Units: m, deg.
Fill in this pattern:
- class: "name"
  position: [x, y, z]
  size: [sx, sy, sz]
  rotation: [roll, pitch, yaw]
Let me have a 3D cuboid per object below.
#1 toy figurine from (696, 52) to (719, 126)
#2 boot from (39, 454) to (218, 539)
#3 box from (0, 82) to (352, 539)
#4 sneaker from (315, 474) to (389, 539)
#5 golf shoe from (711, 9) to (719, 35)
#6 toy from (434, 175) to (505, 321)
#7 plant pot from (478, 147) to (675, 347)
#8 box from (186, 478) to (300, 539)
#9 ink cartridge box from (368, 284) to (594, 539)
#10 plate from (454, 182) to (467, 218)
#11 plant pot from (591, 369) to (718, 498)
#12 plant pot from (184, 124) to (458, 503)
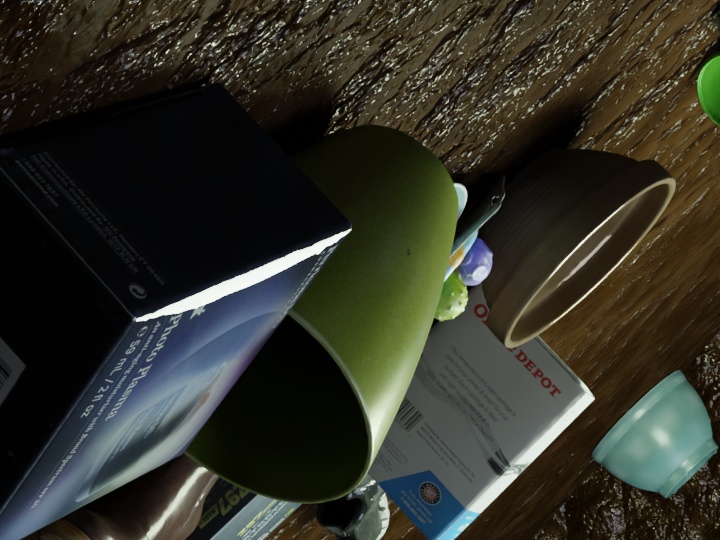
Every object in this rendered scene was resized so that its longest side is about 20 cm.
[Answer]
- class: "toy figurine"
  position: [0.427, -0.222, 2.114]
  size: [0.200, 0.151, 0.184]
  rotation: [-27, -169, 44]
- class: "boot"
  position: [-0.154, 0.154, 1.700]
  size: [0.167, 0.072, 0.200]
  rotation: [-54, 166, -7]
- class: "box"
  position: [-0.139, 0.025, 1.202]
  size: [0.198, 0.123, 0.200]
  rotation: [-26, 158, -55]
- class: "sneaker"
  position: [-0.014, 0.235, 2.295]
  size: [0.090, 0.066, 0.200]
  rotation: [-33, 159, -28]
- class: "golf shoe"
  position: [0.390, -0.250, 1.944]
  size: [0.078, 0.097, 0.200]
  rotation: [-26, 156, -45]
- class: "toy"
  position: [0.059, 0.020, 1.838]
  size: [0.200, 0.047, 0.115]
  rotation: [-45, -173, 14]
- class: "plant pot"
  position: [0.164, -0.036, 1.936]
  size: [0.201, 0.093, 0.201]
  rotation: [-41, 165, -13]
- class: "box"
  position: [-0.088, 0.184, 1.957]
  size: [0.200, 0.051, 0.158]
  rotation: [-43, 165, -1]
- class: "ink cartridge box"
  position: [0.096, 0.133, 2.123]
  size: [0.200, 0.146, 0.086]
  rotation: [-44, 165, 2]
- class: "plate"
  position: [0.000, 0.000, 1.720]
  size: [0.200, 0.026, 0.200]
  rotation: [-41, 165, -13]
- class: "plant pot"
  position: [0.485, 0.277, 3.673]
  size: [0.200, 0.134, 0.200]
  rotation: [-40, 166, -12]
- class: "plant pot"
  position: [-0.026, 0.005, 1.403]
  size: [0.200, 0.187, 0.187]
  rotation: [-52, 174, -37]
